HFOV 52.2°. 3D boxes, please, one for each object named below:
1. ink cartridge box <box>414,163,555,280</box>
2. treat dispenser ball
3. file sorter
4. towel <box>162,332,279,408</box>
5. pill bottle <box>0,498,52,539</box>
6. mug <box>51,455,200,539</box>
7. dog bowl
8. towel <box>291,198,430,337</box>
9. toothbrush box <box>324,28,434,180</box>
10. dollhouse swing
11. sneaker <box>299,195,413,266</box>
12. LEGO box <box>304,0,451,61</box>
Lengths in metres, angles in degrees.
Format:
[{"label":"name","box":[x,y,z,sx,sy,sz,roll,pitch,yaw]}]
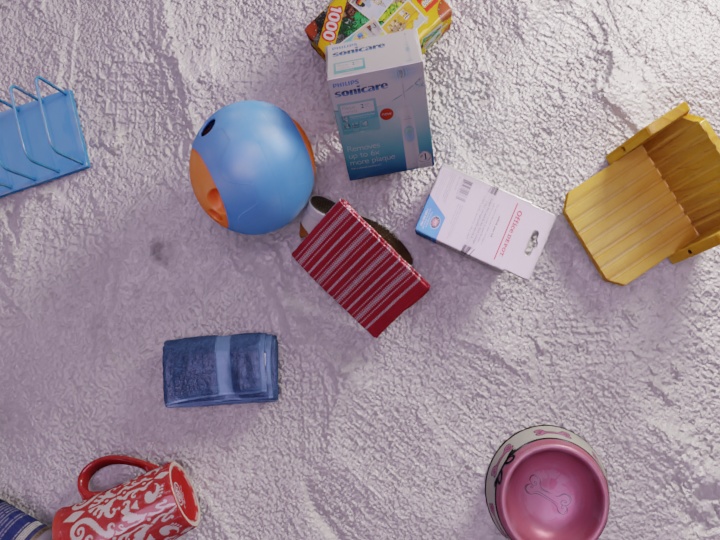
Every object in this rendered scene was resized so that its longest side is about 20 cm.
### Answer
[{"label":"ink cartridge box","box":[0.196,-0.073,1.172,0.196,0.067,0.118,25,89,7]},{"label":"treat dispenser ball","box":[-0.168,-0.159,1.144,0.194,0.201,0.208,0,86,5]},{"label":"file sorter","box":[-0.582,-0.221,1.228,0.195,0.123,0.143,-17,85,4]},{"label":"towel","box":[-0.230,0.163,1.207,0.194,0.049,0.115,-4,85,5]},{"label":"pill bottle","box":[-0.601,0.433,1.193,0.196,0.111,0.113,26,89,6]},{"label":"mug","box":[-0.374,0.378,1.168,0.196,0.133,0.181,-25,86,0]},{"label":"dog bowl","box":[0.293,0.347,1.133,0.194,0.074,0.207,0,87,6]},{"label":"towel","box":[0.000,0.000,1.163,0.200,0.023,0.145,44,121,-5]},{"label":"toothbrush box","box":[0.033,-0.250,1.128,0.142,0.203,0.087,-8,49,4]},{"label":"dollhouse swing","box":[0.439,-0.101,1.108,0.173,0.182,0.203,-29,84,-18]},{"label":"sneaker","box":[-0.010,-0.040,1.201,0.197,0.073,0.086,30,122,-1]},{"label":"LEGO box","box":[0.029,-0.396,1.203,0.200,0.077,0.149,-43,83,1]}]
